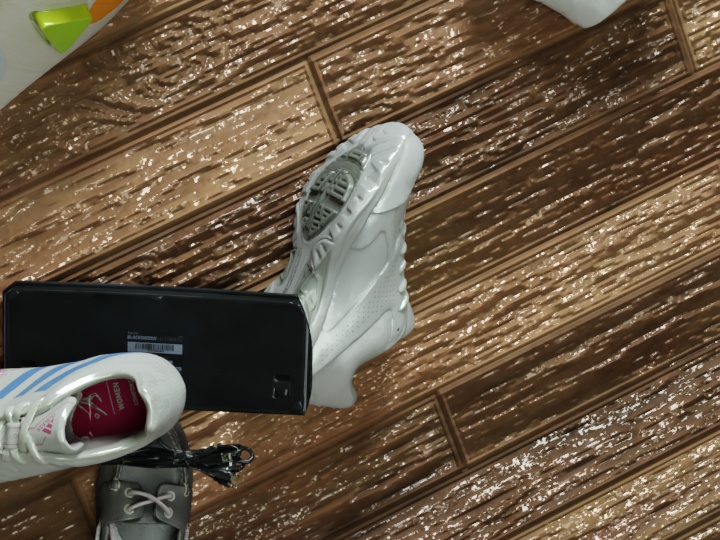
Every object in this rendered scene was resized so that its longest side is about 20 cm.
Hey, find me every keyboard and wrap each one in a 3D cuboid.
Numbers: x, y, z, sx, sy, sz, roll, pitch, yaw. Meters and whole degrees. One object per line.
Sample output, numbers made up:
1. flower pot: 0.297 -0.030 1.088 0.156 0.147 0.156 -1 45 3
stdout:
1. keyboard: -0.130 0.072 1.377 0.198 0.021 0.128 3 100 5

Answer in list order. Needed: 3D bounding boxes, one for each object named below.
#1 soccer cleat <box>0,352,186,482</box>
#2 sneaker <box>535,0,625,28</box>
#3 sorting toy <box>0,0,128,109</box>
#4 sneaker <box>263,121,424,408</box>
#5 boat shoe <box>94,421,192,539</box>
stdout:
1. soccer cleat: -0.206 0.093 1.333 0.198 0.086 0.070 -15 98 7
2. sneaker: 0.166 -0.256 1.400 0.115 0.074 0.201 27 104 -24
3. sorting toy: -0.238 -0.172 1.287 0.199 0.107 0.180 35 111 -23
4. sneaker: 0.000 0.000 1.415 0.099 0.078 0.201 20 106 -28
5. boat shoe: -0.143 0.188 1.418 0.066 0.057 0.202 6 102 -19
